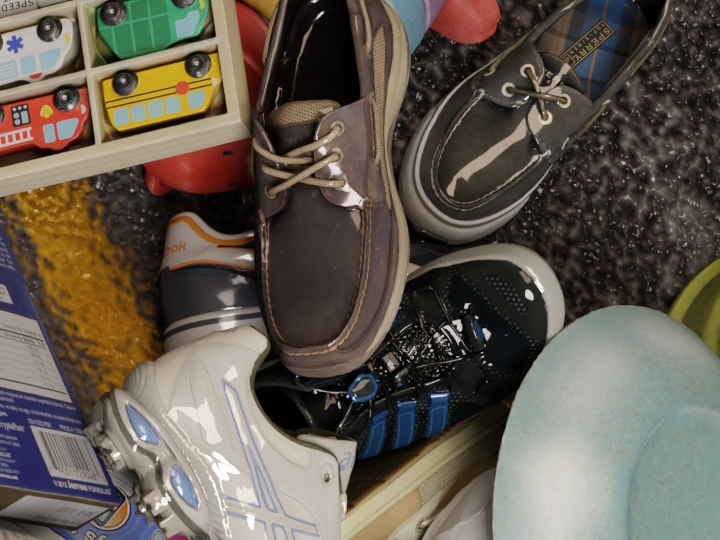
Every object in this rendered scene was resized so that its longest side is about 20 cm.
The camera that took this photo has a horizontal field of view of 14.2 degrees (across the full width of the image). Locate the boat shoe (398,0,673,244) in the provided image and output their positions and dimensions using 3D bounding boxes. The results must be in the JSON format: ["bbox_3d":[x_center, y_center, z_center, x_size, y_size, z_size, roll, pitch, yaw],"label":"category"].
[{"bbox_3d":[0.091,-0.092,1.479,0.069,0.057,0.200,43,58,1],"label":"boat shoe"}]

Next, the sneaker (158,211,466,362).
[{"bbox_3d":[0.000,0.000,1.387,0.199,0.078,0.080,-3,73,-21],"label":"sneaker"}]

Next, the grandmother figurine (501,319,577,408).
[{"bbox_3d":[0.136,0.125,1.363,0.121,0.061,0.200,-36,106,-9],"label":"grandmother figurine"}]

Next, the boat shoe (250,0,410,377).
[{"bbox_3d":[-0.023,-0.049,1.288,0.074,0.073,0.201,-12,58,20],"label":"boat shoe"}]

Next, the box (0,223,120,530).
[{"bbox_3d":[-0.178,0.014,1.233,0.121,0.032,0.201,21,42,-64],"label":"box"}]

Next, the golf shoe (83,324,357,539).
[{"bbox_3d":[-0.029,0.116,1.241,0.097,0.078,0.200,-35,103,-13],"label":"golf shoe"}]

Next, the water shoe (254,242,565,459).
[{"bbox_3d":[0.003,0.057,1.300,0.072,0.199,0.079,58,22,-6],"label":"water shoe"}]

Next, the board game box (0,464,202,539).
[{"bbox_3d":[-0.184,0.152,1.255,0.200,0.056,0.196,34,59,-4],"label":"board game box"}]

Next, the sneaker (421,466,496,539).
[{"bbox_3d":[0.055,0.181,1.278,0.078,0.099,0.201,21,84,-13],"label":"sneaker"}]

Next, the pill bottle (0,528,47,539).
[{"bbox_3d":[-0.165,0.157,1.160,0.199,0.113,0.114,14,62,-15],"label":"pill bottle"}]

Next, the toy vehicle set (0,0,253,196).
[{"bbox_3d":[-0.154,-0.102,1.332,0.199,0.027,0.125,-13,75,11],"label":"toy vehicle set"}]

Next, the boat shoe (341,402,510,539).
[{"bbox_3d":[0.029,0.104,1.358,0.200,0.073,0.063,-37,108,-38],"label":"boat shoe"}]

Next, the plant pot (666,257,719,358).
[{"bbox_3d":[0.270,0.041,1.414,0.199,0.184,0.201,9,64,-18],"label":"plant pot"}]

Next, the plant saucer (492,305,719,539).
[{"bbox_3d":[0.140,0.114,1.300,0.200,0.039,0.202,8,79,-45],"label":"plant saucer"}]

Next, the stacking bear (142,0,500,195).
[{"bbox_3d":[-0.034,-0.115,1.414,0.114,0.122,0.200,38,66,18],"label":"stacking bear"}]
